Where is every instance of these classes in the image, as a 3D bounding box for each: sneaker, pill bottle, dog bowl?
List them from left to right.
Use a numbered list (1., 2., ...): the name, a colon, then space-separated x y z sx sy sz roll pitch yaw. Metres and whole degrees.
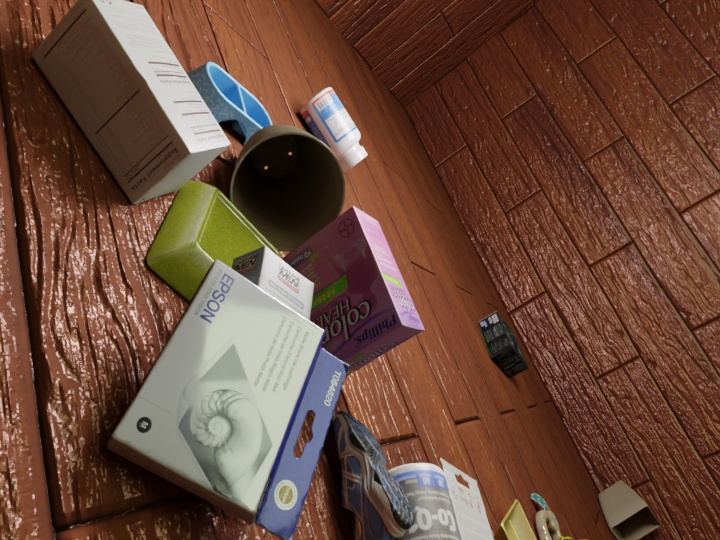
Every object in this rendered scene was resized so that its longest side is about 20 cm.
1. dog bowl: -0.237 -0.307 0.981 0.199 0.049 0.114 32 33 -54
2. pill bottle: -0.067 -0.373 1.413 0.203 0.110 0.113 56 19 -11
3. sneaker: -0.003 0.274 0.710 0.075 0.077 0.201 39 10 -36
4. pill bottle: 0.085 0.381 0.705 0.114 0.112 0.204 42 25 -38

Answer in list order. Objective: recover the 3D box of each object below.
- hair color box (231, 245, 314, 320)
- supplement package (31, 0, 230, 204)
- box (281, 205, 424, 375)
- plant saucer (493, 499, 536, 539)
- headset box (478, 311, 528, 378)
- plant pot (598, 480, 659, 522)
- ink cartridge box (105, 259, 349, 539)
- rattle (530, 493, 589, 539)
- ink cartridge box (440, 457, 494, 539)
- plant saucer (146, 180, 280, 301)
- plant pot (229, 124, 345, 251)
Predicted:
1. hair color box: -0.116 0.088 0.620 0.099 0.059 0.207 40 45 -43
2. supplement package: -0.274 -0.206 0.647 0.204 0.112 0.110 58 20 -8
3. box: -0.023 0.041 0.831 0.096 0.173 0.206 19 44 -60
4. plant saucer: 0.346 0.621 1.118 0.198 0.048 0.206 17 47 -63
5. headset box: 0.565 0.297 2.069 0.200 0.091 0.178 43 24 -39
6. plant pot: 1.224 1.110 2.435 0.201 0.198 0.179 47 12 -29
7. ink cartridge box: -0.107 0.123 0.519 0.197 0.040 0.204 34 50 -17
8. rattle: 0.542 0.671 1.415 0.129 0.144 0.200 39 26 3
9. ink cartridge box: 0.192 0.470 0.956 0.161 0.049 0.204 43 22 -40
10. plant saucer: -0.177 -0.017 0.719 0.200 0.047 0.203 48 22 -30
11. plant pot: -0.133 -0.167 0.888 0.187 0.186 0.202 45 10 -33
